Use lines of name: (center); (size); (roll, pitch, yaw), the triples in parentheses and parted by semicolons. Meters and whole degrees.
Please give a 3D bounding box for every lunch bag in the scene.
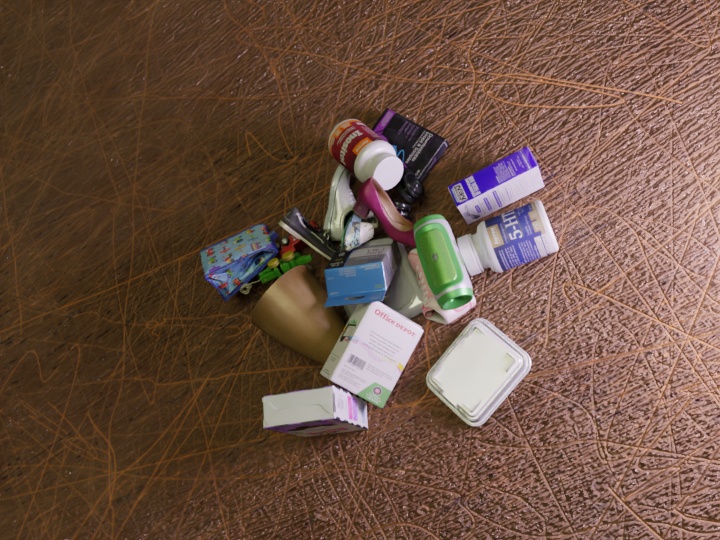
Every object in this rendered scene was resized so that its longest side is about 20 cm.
lunch bag: (-0.297, -0.042, 1.815); (0.199, 0.094, 0.151); (-35, 31, 1)

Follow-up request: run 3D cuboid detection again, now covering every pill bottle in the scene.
pill bottle: (0.321, -0.064, 1.575); (0.199, 0.120, 0.120); (-22, 65, 14)
pill bottle: (0.014, -0.276, 1.719); (0.113, 0.113, 0.200); (-46, 47, 2)

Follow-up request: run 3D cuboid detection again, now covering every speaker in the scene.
speaker: (0.179, -0.019, 1.561); (0.088, 0.088, 0.201); (-23, 65, 13)

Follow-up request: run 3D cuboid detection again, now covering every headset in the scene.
headset: (0.115, -0.168, 1.723); (0.200, 0.094, 0.124); (50, 119, 38)

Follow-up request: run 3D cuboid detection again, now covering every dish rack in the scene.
dish rack: (0.249, 0.216, 1.550); (0.171, 0.044, 0.200); (41, 91, 28)

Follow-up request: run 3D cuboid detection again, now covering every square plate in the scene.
square plate: (0.043, 0.047, 1.703); (0.199, 0.028, 0.199); (-29, 64, 10)

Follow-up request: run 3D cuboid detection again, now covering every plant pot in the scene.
plant pot: (-0.120, 0.121, 1.674); (0.200, 0.186, 0.187); (41, 90, 16)

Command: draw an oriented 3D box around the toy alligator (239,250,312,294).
toy alligator: (-0.206, -0.001, 1.756); (0.199, 0.060, 0.054); (-25, 24, 12)

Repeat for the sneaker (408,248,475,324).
sneaker: (0.156, 0.040, 1.621); (0.105, 0.075, 0.200); (-40, 64, -14)

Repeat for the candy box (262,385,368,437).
candy box: (-0.094, 0.313, 1.568); (0.167, 0.200, 0.072); (-12, 68, 19)

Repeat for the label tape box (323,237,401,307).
label tape box: (0.000, 0.000, 1.620); (0.143, 0.064, 0.200); (-8, 25, 20)

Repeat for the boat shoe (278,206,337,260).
boat shoe: (-0.101, -0.080, 1.735); (0.199, 0.073, 0.063); (34, 91, -12)

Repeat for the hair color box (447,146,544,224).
hair color box: (0.309, -0.191, 1.630); (0.199, 0.109, 0.065); (-28, 63, 11)

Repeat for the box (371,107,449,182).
box: (0.104, -0.307, 1.798); (0.199, 0.036, 0.143); (33, 87, 27)

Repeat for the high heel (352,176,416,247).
high heel: (0.081, -0.130, 1.643); (0.199, 0.096, 0.068); (27, 38, -4)

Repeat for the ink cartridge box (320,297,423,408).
ink cartridge box: (0.026, 0.180, 1.592); (0.201, 0.144, 0.084); (-61, 19, -7)

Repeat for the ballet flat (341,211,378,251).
ballet flat: (0.006, -0.106, 1.690); (0.074, 0.075, 0.200); (-11, 28, 19)

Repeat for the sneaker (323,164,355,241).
sneaker: (-0.040, -0.167, 1.796); (0.070, 0.073, 0.202); (8, 84, 15)

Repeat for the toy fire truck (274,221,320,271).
toy fire truck: (-0.163, -0.016, 1.799); (0.199, 0.049, 0.142); (-34, 63, 8)
